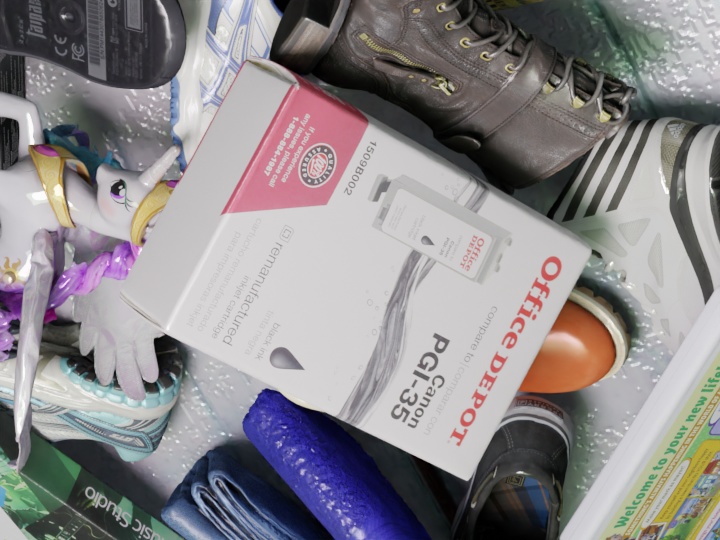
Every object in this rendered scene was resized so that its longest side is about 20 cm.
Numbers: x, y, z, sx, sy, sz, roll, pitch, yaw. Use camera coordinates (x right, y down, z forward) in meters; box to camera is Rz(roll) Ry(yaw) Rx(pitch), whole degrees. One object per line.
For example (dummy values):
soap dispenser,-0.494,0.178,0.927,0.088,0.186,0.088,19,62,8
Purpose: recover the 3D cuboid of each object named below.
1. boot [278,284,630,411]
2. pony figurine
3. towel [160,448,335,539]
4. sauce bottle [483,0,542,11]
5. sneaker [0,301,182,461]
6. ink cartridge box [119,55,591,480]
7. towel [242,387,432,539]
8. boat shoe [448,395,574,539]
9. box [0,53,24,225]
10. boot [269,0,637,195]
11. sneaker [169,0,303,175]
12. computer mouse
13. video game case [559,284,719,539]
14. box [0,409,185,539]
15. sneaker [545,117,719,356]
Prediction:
boot,0.049,0.050,1.431,0.200,0.107,0.075,5,120,15
pony figurine,-0.185,-0.007,1.425,0.200,0.167,0.193,19,118,16
towel,-0.029,0.186,1.545,0.200,0.112,0.049,39,96,-4
sauce bottle,0.078,-0.168,1.308,0.200,0.066,0.066,-9,117,27
sneaker,-0.211,0.070,1.555,0.200,0.078,0.086,17,128,10
ink cartridge box,0.000,0.000,1.312,0.200,0.083,0.147,27,92,-26
towel,0.017,0.155,1.463,0.050,0.148,0.200,-41,73,-4
boat shoe,0.086,0.158,1.496,0.069,0.057,0.200,10,135,5
box,-0.293,-0.126,1.479,0.193,0.048,0.200,13,125,13
boot,0.064,-0.121,1.273,0.174,0.069,0.200,26,148,-15
sneaker,-0.056,-0.114,1.384,0.088,0.075,0.200,5,123,16
computer mouse,-0.173,-0.176,1.356,0.200,0.046,0.140,10,118,28
video game case,0.226,0.087,1.377,0.182,0.022,0.200,3,132,-30
box,-0.204,0.169,1.598,0.200,0.036,0.144,36,139,-20
sneaker,0.169,-0.002,1.391,0.115,0.076,0.201,11,129,33
